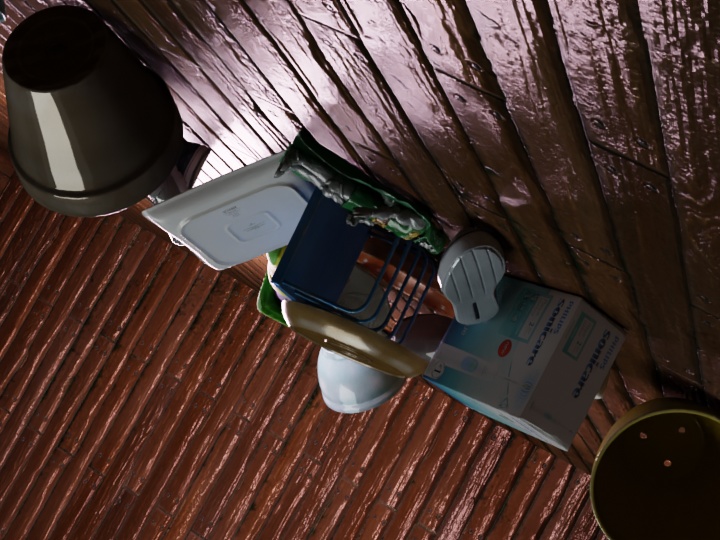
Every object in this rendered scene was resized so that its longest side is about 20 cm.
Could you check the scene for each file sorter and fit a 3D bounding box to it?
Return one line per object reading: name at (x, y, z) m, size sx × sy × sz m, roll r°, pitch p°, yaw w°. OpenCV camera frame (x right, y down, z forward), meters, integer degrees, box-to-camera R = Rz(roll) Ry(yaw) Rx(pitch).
file sorter at (0.000, 0.000, 1.640) m, size 0.122 × 0.140 × 0.200 m, roll 24°, pitch 172°, yaw 20°

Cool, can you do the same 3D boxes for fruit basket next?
fruit basket at (-0.094, 0.025, 2.255) m, size 0.213 × 0.158 × 0.216 m, roll 19°, pitch -173°, yaw -2°

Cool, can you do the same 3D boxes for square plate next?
square plate at (-0.133, -0.063, 1.643) m, size 0.198 × 0.198 × 0.029 m, roll 44°, pitch -153°, yaw -63°

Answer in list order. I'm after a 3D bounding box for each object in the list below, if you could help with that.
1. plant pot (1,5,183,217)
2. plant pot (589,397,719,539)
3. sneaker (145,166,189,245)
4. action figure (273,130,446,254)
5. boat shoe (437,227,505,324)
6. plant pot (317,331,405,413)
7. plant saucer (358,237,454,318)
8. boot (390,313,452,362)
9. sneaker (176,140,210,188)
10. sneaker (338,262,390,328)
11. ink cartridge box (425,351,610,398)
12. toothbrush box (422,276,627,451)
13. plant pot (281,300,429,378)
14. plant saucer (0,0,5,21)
plant pot at (-0.307, -0.188, 1.492) m, size 0.198 × 0.201 × 0.174 m, roll 27°, pitch 156°, yaw 20°
plant pot at (0.372, 0.232, 1.637) m, size 0.198 × 0.201 × 0.142 m, roll 30°, pitch -162°, yaw -3°
sneaker at (-0.284, -0.122, 1.806) m, size 0.202 × 0.081 × 0.075 m, roll 66°, pitch 161°, yaw -5°
action figure at (0.006, -0.074, 1.454) m, size 0.198 × 0.055 × 0.118 m, roll 27°, pitch 171°, yaw -8°
boat shoe at (0.112, -0.003, 1.442) m, size 0.200 × 0.071 × 0.063 m, roll 80°, pitch 174°, yaw -67°
plant pot at (-0.010, 0.187, 2.915) m, size 0.199 × 0.200 × 0.135 m, roll 22°, pitch 143°, yaw 48°
plant saucer at (0.076, 0.010, 1.830) m, size 0.199 × 0.033 × 0.200 m, roll 30°, pitch 174°, yaw 3°
boot at (0.149, 0.097, 1.880) m, size 0.197 × 0.071 × 0.132 m, roll 2°, pitch 179°, yaw -15°
sneaker at (-0.289, -0.168, 1.910) m, size 0.145 × 0.078 × 0.202 m, roll 29°, pitch 175°, yaw -13°
sneaker at (-0.031, -0.002, 1.936) m, size 0.200 × 0.075 × 0.106 m, roll 49°, pitch -173°, yaw -26°
ink cartridge box at (0.205, 0.118, 1.793) m, size 0.162 × 0.058 × 0.199 m, roll 33°, pitch 161°, yaw -24°
toothbrush box at (0.180, 0.095, 1.517) m, size 0.085 × 0.148 × 0.199 m, roll 33°, pitch 173°, yaw -30°
plant pot at (-0.010, 0.089, 1.669) m, size 0.198 × 0.028 × 0.200 m, roll 24°, pitch 171°, yaw 4°
plant saucer at (-0.486, -0.357, 1.562) m, size 0.198 × 0.036 × 0.200 m, roll 29°, pitch 173°, yaw 4°
